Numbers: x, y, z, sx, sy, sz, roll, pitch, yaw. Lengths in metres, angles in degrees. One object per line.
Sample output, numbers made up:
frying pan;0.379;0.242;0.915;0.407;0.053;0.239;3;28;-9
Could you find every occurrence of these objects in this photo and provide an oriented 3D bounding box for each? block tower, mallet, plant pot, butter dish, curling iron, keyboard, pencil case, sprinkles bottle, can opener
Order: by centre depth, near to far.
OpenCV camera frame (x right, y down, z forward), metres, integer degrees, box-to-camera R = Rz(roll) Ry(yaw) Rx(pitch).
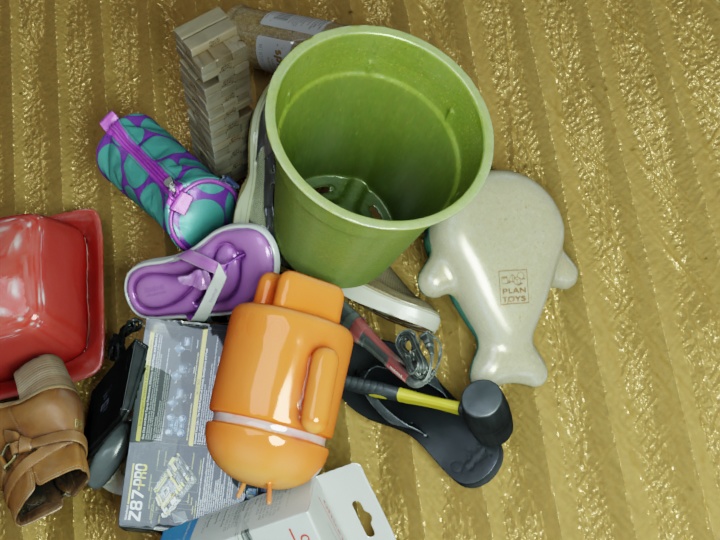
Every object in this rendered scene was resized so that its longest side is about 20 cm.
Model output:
plant pot;-0.005;-0.079;1.268;0.198;0.190;0.202;7;61;-12
mallet;0.041;0.108;1.280;0.198;0.066;0.041;14;63;16
curling iron;0.004;0.046;1.309;0.199;0.026;0.050;34;90;41
keyboard;-0.234;0.107;1.372;0.020;0.200;0.128;15;66;-18
can opener;-0.192;0.141;1.401;0.053;0.067;0.200;43;92;1
block tower;-0.142;-0.166;1.437;0.057;0.201;0.054;-29;57;-18
pencil case;-0.200;-0.093;1.468;0.085;0.092;0.200;-47;42;-5
butter dish;-0.380;0.019;1.490;0.197;0.148;0.202;-14;63;16
sprinkles bottle;-0.053;-0.235;1.508;0.198;0.068;0.069;15;75;28

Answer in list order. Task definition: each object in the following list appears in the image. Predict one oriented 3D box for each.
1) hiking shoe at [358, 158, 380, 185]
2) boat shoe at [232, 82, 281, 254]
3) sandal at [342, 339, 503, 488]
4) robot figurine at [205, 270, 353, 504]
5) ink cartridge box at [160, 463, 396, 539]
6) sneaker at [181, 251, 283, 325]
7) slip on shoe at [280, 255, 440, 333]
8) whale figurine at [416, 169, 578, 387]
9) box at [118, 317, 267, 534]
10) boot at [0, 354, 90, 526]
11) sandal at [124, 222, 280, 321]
hiking shoe;0.012;-0.125;1.414;0.199;0.101;0.076;29;80;30
boat shoe;-0.076;-0.099;1.416;0.065;0.072;0.203;-3;60;24
sandal;0.051;0.123;1.325;0.199;0.043;0.076;32;83;30
robot figurine;-0.073;0.105;1.260;0.142;0.117;0.202;8;79;22
ink cartridge box;-0.072;0.263;1.269;0.198;0.117;0.068;-22;17;13
sneaker;-0.116;0.032;1.415;0.198;0.072;0.073;16;61;34
slip on shoe;0.000;0.000;1.384;0.199;0.076;0.061;26;87;37
whale figurine;0.122;0.010;1.321;0.157;0.104;0.203;-5;86;-18
box;-0.137;0.153;1.350;0.159;0.049;0.202;5;75;0
boot;-0.347;0.197;1.420;0.199;0.077;0.156;-36;48;11
sandal;-0.157;0.014;1.363;0.201;0.050;0.083;-19;96;37
